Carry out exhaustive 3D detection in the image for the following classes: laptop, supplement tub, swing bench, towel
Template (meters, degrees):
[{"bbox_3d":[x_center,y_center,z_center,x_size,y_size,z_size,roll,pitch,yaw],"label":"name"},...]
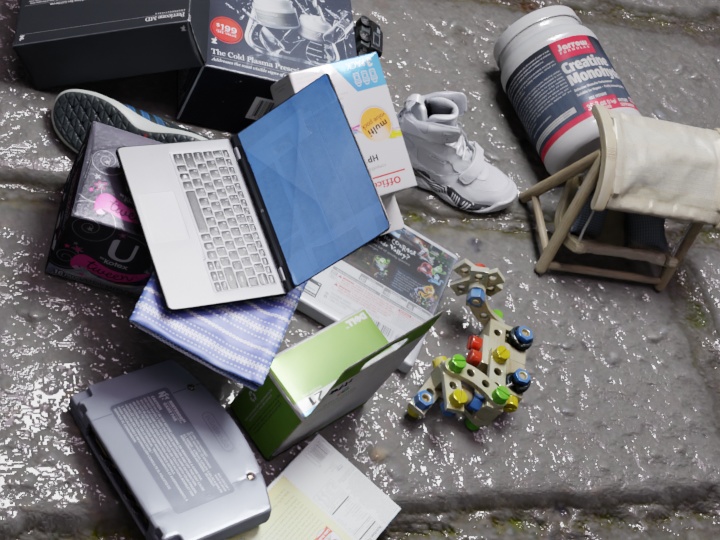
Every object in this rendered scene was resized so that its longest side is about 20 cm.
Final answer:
[{"bbox_3d":[-0.108,-0.079,1.308,0.200,0.116,0.188,-8,63,-29],"label":"laptop"},{"bbox_3d":[0.272,-0.233,1.777,0.140,0.140,0.200,-10,64,-33],"label":"supplement tub"},{"bbox_3d":[0.338,-0.088,1.671,0.198,0.200,0.130,7,56,-24],"label":"swing bench"},{"bbox_3d":[-0.126,0.008,1.327,0.145,0.024,0.200,29,50,-9],"label":"towel"}]

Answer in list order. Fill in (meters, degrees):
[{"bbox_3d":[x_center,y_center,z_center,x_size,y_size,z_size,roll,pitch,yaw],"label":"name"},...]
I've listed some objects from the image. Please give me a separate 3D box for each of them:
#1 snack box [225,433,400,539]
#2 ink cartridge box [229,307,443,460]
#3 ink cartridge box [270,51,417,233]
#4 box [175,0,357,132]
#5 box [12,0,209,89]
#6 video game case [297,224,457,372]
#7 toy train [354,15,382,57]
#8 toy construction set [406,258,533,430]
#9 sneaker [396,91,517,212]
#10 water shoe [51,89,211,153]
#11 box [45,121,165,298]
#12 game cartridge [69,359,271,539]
[{"bbox_3d":[-0.061,0.265,1.320,0.116,0.037,0.200,42,49,6],"label":"snack box"},{"bbox_3d":[-0.025,0.091,1.352,0.148,0.200,0.076,-27,73,-39],"label":"ink cartridge box"},{"bbox_3d":[-0.013,-0.132,1.515,0.115,0.068,0.200,-18,92,-24],"label":"ink cartridge box"},{"bbox_3d":[-0.114,-0.261,1.613,0.200,0.104,0.182,9,53,-23],"label":"box"},{"bbox_3d":[-0.274,-0.290,1.504,0.199,0.079,0.141,-6,53,7],"label":"box"},{"bbox_3d":[0.000,0.000,1.548,0.200,0.023,0.182,31,49,-5],"label":"video game case"},{"bbox_3d":[0.008,-0.246,1.717,0.046,0.034,0.200,25,48,-27],"label":"toy train"},{"bbox_3d":[0.130,0.092,1.516,0.131,0.092,0.200,22,61,-13],"label":"toy construction set"},{"bbox_3d":[0.120,-0.147,1.651,0.200,0.115,0.075,23,51,-12],"label":"sneaker"},{"bbox_3d":[-0.246,-0.142,1.493,0.200,0.072,0.079,23,6,6],"label":"water shoe"},{"bbox_3d":[-0.209,-0.048,1.406,0.200,0.115,0.132,17,52,-17],"label":"box"},{"bbox_3d":[-0.177,0.178,1.296,0.133,0.041,0.200,-19,57,-31],"label":"game cartridge"}]
